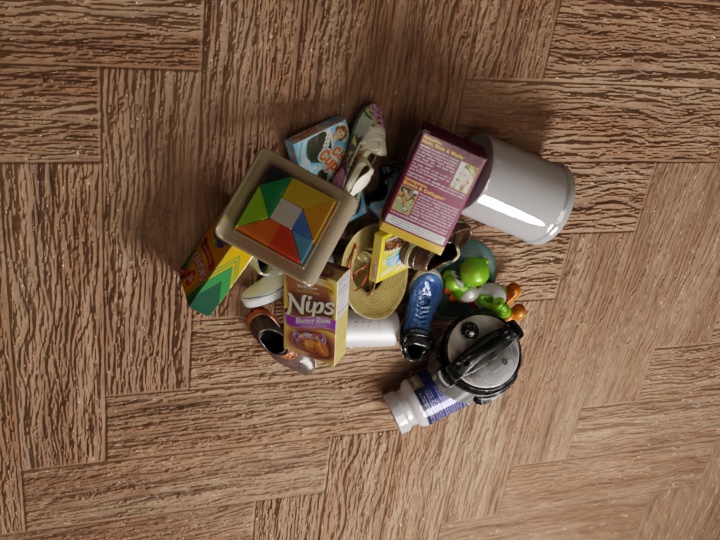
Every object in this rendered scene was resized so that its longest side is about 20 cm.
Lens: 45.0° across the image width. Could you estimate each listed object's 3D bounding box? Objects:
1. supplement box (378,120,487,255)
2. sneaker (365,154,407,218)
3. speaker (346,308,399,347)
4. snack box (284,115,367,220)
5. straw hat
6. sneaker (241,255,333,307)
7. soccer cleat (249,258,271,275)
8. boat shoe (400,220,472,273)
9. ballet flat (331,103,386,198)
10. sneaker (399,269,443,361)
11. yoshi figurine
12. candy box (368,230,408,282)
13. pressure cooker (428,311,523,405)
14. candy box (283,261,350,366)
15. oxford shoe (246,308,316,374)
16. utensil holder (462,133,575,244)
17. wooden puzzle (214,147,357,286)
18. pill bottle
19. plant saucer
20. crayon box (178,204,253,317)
[{"bbox_3d":[0.129,-0.152,1.587,0.130,0.103,0.201,24,110,-5],"label":"supplement box"},{"bbox_3d":[0.082,-0.182,1.659,0.090,0.078,0.200,28,106,-28],"label":"sneaker"},{"bbox_3d":[-0.021,0.119,1.793,0.199,0.081,0.082,-1,119,-21],"label":"speaker"},{"bbox_3d":[-0.061,-0.173,1.615,0.116,0.037,0.201,-30,127,-22],"label":"snack box"},{"bbox_3d":[0.000,0.000,1.722,0.200,0.085,0.202,-2,93,-48],"label":"straw hat"},{"bbox_3d":[-0.150,-0.003,1.686,0.199,0.073,0.071,-32,117,-12],"label":"sneaker"},{"bbox_3d":[-0.160,-0.085,1.616,0.068,0.085,0.201,12,114,-26],"label":"soccer cleat"},{"bbox_3d":[0.168,-0.040,1.729,0.202,0.075,0.075,-28,133,-40],"label":"boat shoe"},{"bbox_3d":[0.005,-0.202,1.579,0.069,0.071,0.201,21,96,-44],"label":"ballet flat"},{"bbox_3d":[0.126,0.100,1.788,0.076,0.112,0.201,11,126,-11],"label":"sneaker"},{"bbox_3d":[0.264,0.033,1.796,0.199,0.112,0.113,22,85,-32],"label":"yoshi figurine"},{"bbox_3d":[0.093,-0.052,1.714,0.200,0.026,0.103,-25,134,-43],"label":"candy box"},{"bbox_3d":[0.236,0.179,1.792,0.178,0.200,0.177,14,71,-3],"label":"pressure cooker"},{"bbox_3d":[-0.085,0.073,1.642,0.116,0.056,0.201,17,125,20],"label":"candy box"},{"bbox_3d":[-0.156,0.163,1.771,0.071,0.073,0.200,-42,125,7],"label":"oxford shoe"},{"bbox_3d":[0.288,-0.159,1.697,0.199,0.170,0.171,17,112,-26],"label":"utensil holder"},{"bbox_3d":[-0.127,-0.096,1.517,0.199,0.037,0.186,29,74,-5],"label":"wooden puzzle"},{"bbox_3d":[0.158,0.276,1.932,0.199,0.116,0.116,-27,125,-5],"label":"pill bottle"},{"bbox_3d":[0.208,0.029,1.855,0.199,0.036,0.201,-10,122,-16],"label":"plant saucer"},{"bbox_3d":[-0.252,-0.031,1.589,0.051,0.127,0.200,29,105,-33],"label":"crayon box"}]
